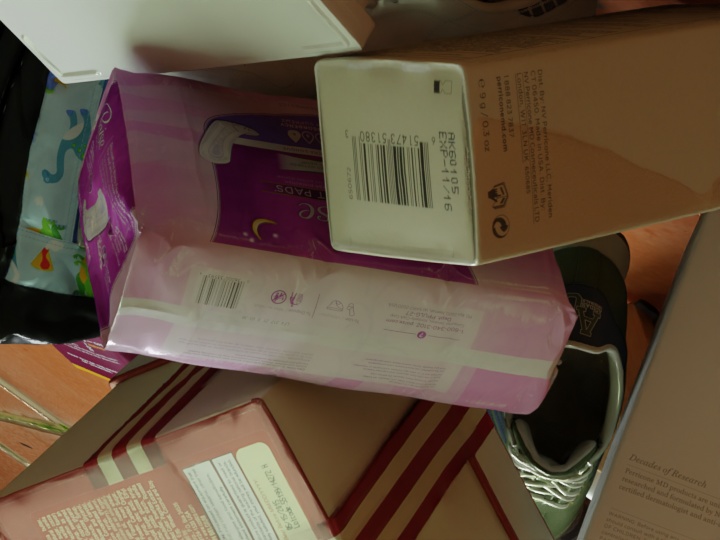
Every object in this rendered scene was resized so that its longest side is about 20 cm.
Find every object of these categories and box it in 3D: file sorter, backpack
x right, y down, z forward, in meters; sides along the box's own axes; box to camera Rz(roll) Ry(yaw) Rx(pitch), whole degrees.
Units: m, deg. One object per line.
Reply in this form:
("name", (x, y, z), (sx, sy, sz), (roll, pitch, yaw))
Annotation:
("file sorter", (-0.078, -0.173, 1.034), (0.200, 0.125, 0.139), (0, 142, 49))
("backpack", (-0.128, -0.080, 1.240), (0.153, 0.201, 0.163), (-1, -162, -9))

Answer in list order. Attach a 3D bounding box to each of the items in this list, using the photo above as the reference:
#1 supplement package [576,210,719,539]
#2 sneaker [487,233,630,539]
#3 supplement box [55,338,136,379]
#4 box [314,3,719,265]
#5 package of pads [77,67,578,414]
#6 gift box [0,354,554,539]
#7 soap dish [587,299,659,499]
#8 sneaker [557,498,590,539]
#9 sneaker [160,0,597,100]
("supplement package", (0.188, 0.076, 1.223), (0.119, 0.200, 0.121), (21, 163, 6))
("sneaker", (0.090, 0.077, 1.255), (0.067, 0.090, 0.201), (10, 127, 1))
("supplement box", (-0.182, -0.010, 1.748), (0.085, 0.111, 0.200), (19, 161, 31))
("box", (0.088, -0.059, 1.022), (0.200, 0.078, 0.095), (-12, -168, -37))
("package of pads", (-0.015, -0.011, 1.063), (0.199, 0.121, 0.076), (9, 128, -20))
("gift box", (-0.018, 0.111, 1.153), (0.200, 0.187, 0.185), (-17, 105, 28))
("soap dish", (0.205, 0.109, 1.430), (0.200, 0.081, 0.157), (32, -164, -11))
("sneaker", (0.115, 0.147, 1.806), (0.200, 0.074, 0.087), (45, 164, -31))
("sneaker", (0.003, -0.117, 1.096), (0.199, 0.077, 0.081), (-8, 154, 1))
